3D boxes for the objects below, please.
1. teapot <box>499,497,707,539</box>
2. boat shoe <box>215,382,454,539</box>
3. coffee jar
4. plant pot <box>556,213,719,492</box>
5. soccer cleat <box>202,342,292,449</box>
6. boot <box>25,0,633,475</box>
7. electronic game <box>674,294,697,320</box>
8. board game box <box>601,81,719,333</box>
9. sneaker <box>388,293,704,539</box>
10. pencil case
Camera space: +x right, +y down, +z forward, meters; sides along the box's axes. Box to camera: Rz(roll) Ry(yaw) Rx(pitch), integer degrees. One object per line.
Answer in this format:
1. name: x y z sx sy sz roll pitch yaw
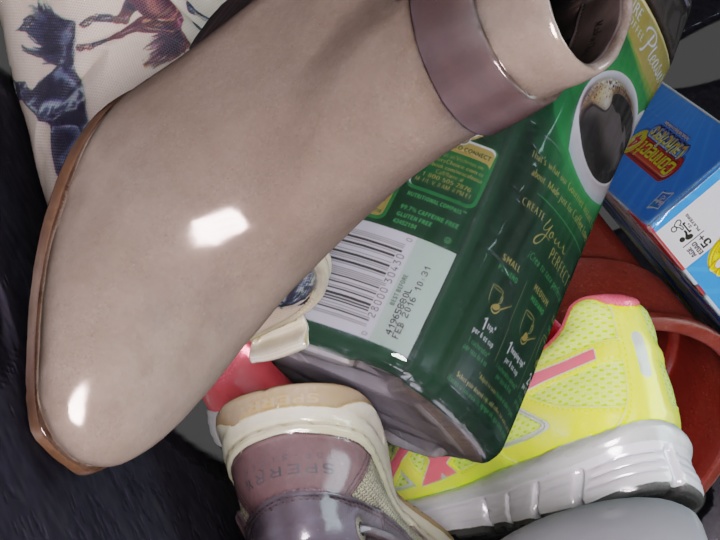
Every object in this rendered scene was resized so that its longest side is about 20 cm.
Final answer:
1. teapot: 0.062 0.177 0.772 0.197 0.146 0.201 -66 140 -82
2. boat shoe: -0.005 0.109 0.825 0.200 0.072 0.065 70 16 -56
3. coffee jar: 0.042 -0.042 0.817 0.200 0.085 0.104 -64 152 -15
4. plant pot: 0.045 0.024 1.093 0.196 0.200 0.201 61 0 38
5. soccer cleat: 0.000 0.000 0.914 0.200 0.068 0.073 -36 110 -51
6. boot: 0.000 -0.041 0.630 0.070 0.146 0.200 44 48 -31
7. electronic game: 0.091 0.074 1.199 0.200 0.199 0.042 -106 178 -47
8. board game box: 0.182 0.008 1.075 0.196 0.056 0.200 49 3 -17
9. sneaker: 0.056 0.057 0.894 0.200 0.078 0.091 -19 -106 54
10. pencil case: -0.070 -0.065 0.766 0.089 0.078 0.200 20 43 -51
